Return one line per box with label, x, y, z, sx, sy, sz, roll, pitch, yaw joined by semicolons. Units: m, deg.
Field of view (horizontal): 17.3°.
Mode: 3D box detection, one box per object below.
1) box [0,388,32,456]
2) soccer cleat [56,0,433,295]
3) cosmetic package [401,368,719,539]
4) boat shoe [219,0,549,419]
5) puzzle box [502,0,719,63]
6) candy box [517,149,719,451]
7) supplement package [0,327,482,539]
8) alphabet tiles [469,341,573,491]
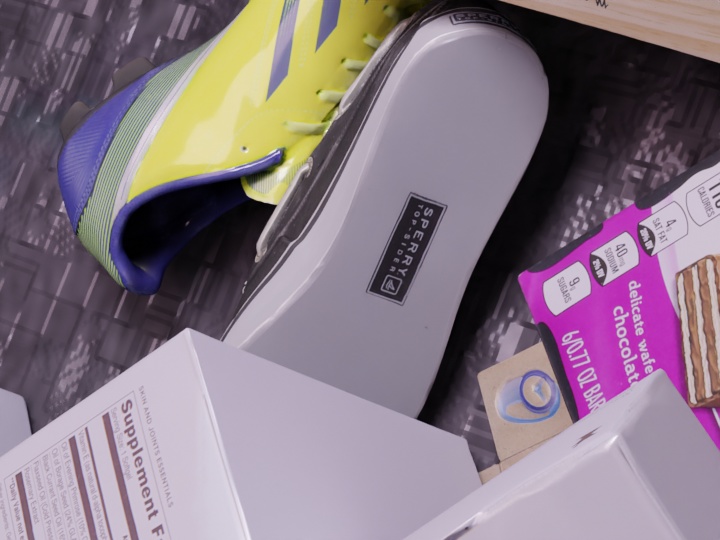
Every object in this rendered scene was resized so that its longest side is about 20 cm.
box;-0.234;0.115;0.864;0.199;0.152;0.107;-30;58;24
soccer cleat;-0.023;-0.067;0.835;0.200;0.065;0.084;-38;57;18
cosmetic package;0.085;0.142;0.619;0.112;0.081;0.201;-33;87;21
boat shoe;0.000;0.000;0.802;0.201;0.070;0.064;-59;19;13
puzzle box;0.091;-0.124;0.744;0.199;0.026;0.133;21;49;33
candy box;0.157;0.015;0.673;0.199;0.061;0.137;-33;57;21
supplement package;-0.061;0.146;0.727;0.199;0.151;0.151;-34;57;24
alphabet tiles;0.110;0.078;0.727;0.199;0.006;0.167;-28;59;24
